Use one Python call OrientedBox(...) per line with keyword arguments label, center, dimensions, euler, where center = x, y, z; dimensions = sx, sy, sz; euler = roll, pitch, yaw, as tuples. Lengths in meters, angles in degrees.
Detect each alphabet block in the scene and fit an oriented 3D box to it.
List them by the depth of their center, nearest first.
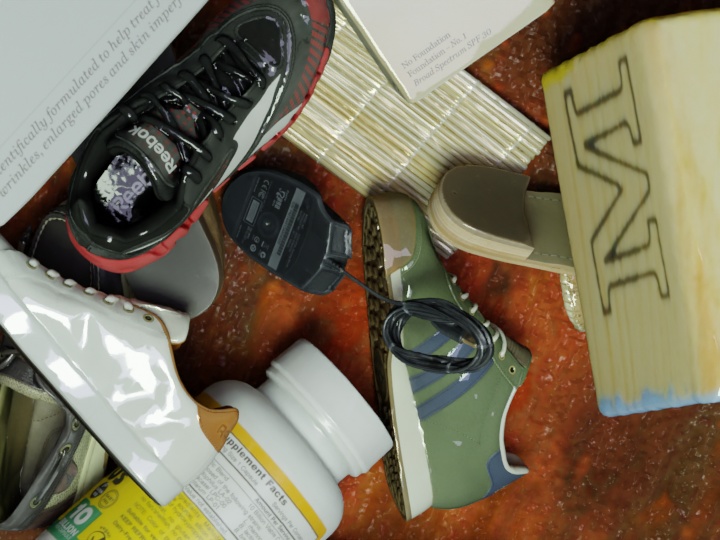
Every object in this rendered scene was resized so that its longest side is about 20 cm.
OrientedBox(label="alphabet block", center=(0.226, -0.037, 1.631), dimensions=(0.194, 0.196, 0.201), euler=(-10, 87, -16))

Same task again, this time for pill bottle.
OrientedBox(label="pill bottle", center=(-0.081, 0.135, 1.726), dimensions=(0.200, 0.113, 0.113), euler=(-41, 108, -8))

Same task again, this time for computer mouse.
OrientedBox(label="computer mouse", center=(0.000, 0.000, 1.691), dimensions=(0.200, 0.034, 0.059), euler=(35, 112, 27))

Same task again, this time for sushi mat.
OrientedBox(label="sushi mat", center=(0.006, -0.097, 1.724), dimensions=(0.200, 0.012, 0.096), euler=(36, 100, -16))

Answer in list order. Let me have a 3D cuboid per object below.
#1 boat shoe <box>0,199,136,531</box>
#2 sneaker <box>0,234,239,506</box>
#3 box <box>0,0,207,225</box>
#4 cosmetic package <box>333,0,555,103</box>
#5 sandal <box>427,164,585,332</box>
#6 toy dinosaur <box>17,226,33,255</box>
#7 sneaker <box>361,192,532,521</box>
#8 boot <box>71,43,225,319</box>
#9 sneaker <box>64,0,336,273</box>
OrientedBox(label="boat shoe", center=(-0.175, 0.059, 1.715), dimensions=(0.073, 0.065, 0.201), euler=(16, 110, 31))
OrientedBox(label="sneaker", center=(-0.147, 0.030, 1.653), dimensions=(0.085, 0.073, 0.200), euler=(-42, 96, -6))
OrientedBox(label="box", center=(-0.206, -0.162, 1.563), dimensions=(0.200, 0.131, 0.199), euler=(45, 81, -17))
OrientedBox(label="cosmetic package", center=(0.008, -0.204, 1.652), dimensions=(0.103, 0.073, 0.200), euler=(-36, 107, 1))
OrientedBox(label="sandal", center=(0.130, 0.001, 1.752), dimensions=(0.211, 0.078, 0.070), euler=(18, 138, -15))
OrientedBox(label="toy dinosaur", center=(-0.242, -0.016, 1.710), dimensions=(0.101, 0.058, 0.201), euler=(15, 101, 5))
OrientedBox(label="sneaker", center=(0.054, 0.045, 1.752), dimensions=(0.089, 0.067, 0.201), euler=(-9, 110, -11))
OrientedBox(label="boot", center=(-0.122, -0.072, 1.696), dimensions=(0.073, 0.075, 0.201), euler=(-14, 95, 11))
OrientedBox(label="sneaker", center=(-0.087, -0.080, 1.606), dimensions=(0.071, 0.098, 0.201), euler=(43, 96, 4))
